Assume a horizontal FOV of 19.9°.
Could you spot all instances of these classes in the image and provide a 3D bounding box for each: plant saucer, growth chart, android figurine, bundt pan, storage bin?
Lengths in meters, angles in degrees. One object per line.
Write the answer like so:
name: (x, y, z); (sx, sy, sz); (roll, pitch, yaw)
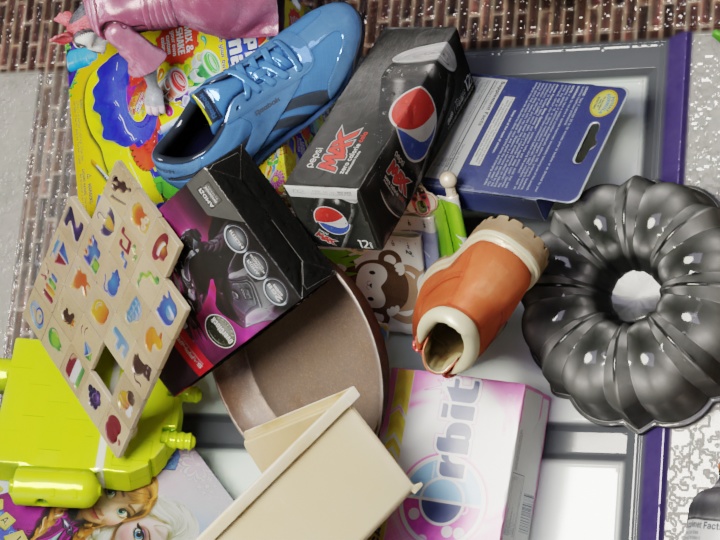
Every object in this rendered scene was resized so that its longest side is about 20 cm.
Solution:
plant saucer: (-0.044, 0.067, 1.608); (0.200, 0.034, 0.201); (17, 114, 41)
growth chart: (0.000, 0.000, 1.636); (0.199, 0.018, 0.145); (-10, 118, 18)
android figurine: (-0.230, 0.116, 1.677); (0.199, 0.041, 0.182); (5, 53, 4)
bundt pan: (0.208, 0.019, 1.552); (0.201, 0.076, 0.202); (-6, 75, 23)
storage bin: (-0.086, 0.200, 1.518); (0.094, 0.198, 0.200); (51, 58, -8)

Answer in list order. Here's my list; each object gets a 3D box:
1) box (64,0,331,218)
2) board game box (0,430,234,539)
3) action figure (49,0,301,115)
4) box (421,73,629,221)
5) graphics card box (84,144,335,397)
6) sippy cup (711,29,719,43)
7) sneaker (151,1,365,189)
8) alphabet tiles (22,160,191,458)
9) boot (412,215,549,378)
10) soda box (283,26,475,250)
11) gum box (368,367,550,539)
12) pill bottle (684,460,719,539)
box: (-0.130, -0.117, 1.718); (0.192, 0.122, 0.201); (-15, 71, 20)
board game box: (-0.201, 0.220, 1.653); (0.199, 0.041, 0.200); (-30, 62, -22)
action figure: (-0.153, -0.212, 1.610); (0.199, 0.149, 0.134); (-17, 76, 4)
box: (0.107, -0.101, 1.620); (0.200, 0.032, 0.121); (9, 57, 33)
graphics card box: (-0.120, 0.004, 1.587); (0.126, 0.051, 0.200); (54, 135, 0)
sippy cup: (0.316, -0.258, 1.549); (0.130, 0.140, 0.178); (12, 43, 37)
sneaker: (-0.080, -0.137, 1.591); (0.200, 0.078, 0.066); (-43, 63, 6)
alphabet tiles: (-0.198, 0.020, 1.610); (0.167, 0.008, 0.200); (52, 131, 30)
boot: (0.067, 0.041, 1.542); (0.075, 0.200, 0.107); (34, 64, 2)
soda box: (0.018, -0.105, 1.581); (0.071, 0.063, 0.200); (4, 45, 29)
gum box: (0.069, 0.183, 1.578); (0.113, 0.066, 0.201); (6, 80, 25)
pill bottle: (0.278, 0.222, 1.450); (0.106, 0.106, 0.201); (6, 79, 26)
